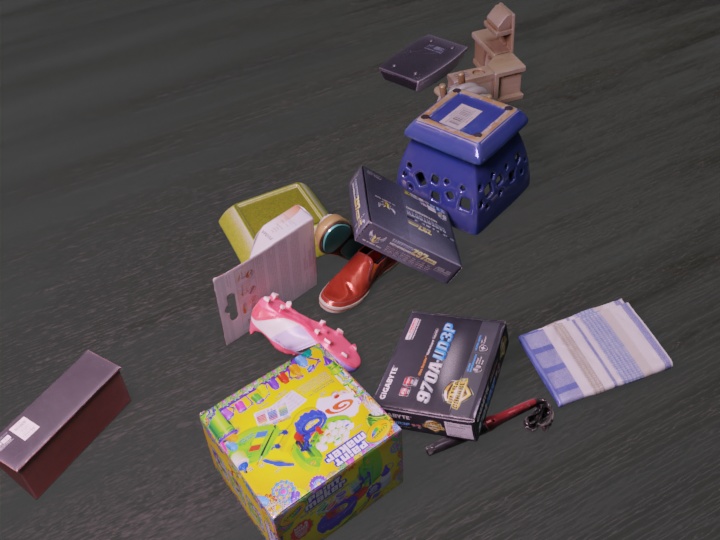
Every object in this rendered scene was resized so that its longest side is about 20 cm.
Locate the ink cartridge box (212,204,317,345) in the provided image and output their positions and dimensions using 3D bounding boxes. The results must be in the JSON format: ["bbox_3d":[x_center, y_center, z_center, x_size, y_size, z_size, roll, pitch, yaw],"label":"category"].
[{"bbox_3d":[-0.158,0.008,1.268,0.199,0.164,0.050,-32,54,-26],"label":"ink cartridge box"}]

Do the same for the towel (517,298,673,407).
[{"bbox_3d":[0.358,0.124,1.197,0.197,0.024,0.148,-17,46,-10],"label":"towel"}]

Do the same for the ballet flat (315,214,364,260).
[{"bbox_3d":[-0.044,-0.060,1.321,0.069,0.200,0.063,-44,71,3],"label":"ballet flat"}]

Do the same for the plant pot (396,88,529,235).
[{"bbox_3d":[0.194,-0.217,1.462,0.198,0.182,0.200,28,51,30],"label":"plant pot"}]

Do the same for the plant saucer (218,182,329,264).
[{"bbox_3d":[-0.148,-0.089,1.455,0.197,0.048,0.200,-21,45,-17],"label":"plant saucer"}]

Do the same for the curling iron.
[{"bbox_3d":[0.185,0.223,1.103,0.196,0.026,0.050,-14,40,-9],"label":"curling iron"}]

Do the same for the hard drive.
[{"bbox_3d":[0.152,-0.496,1.867,0.134,0.043,0.200,28,52,31],"label":"hard drive"}]

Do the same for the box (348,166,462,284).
[{"bbox_3d":[0.075,-0.079,1.343,0.198,0.051,0.159,24,36,-25],"label":"box"}]

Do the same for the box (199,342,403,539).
[{"bbox_3d":[-0.076,0.238,1.042,0.198,0.123,0.192,-28,47,-24],"label":"box"}]

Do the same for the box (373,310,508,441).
[{"bbox_3d":[0.122,0.151,1.156,0.156,0.047,0.201,5,42,25],"label":"box"}]

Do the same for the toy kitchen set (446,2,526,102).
[{"bbox_3d":[0.256,-0.492,1.763,0.177,0.165,0.201,-15,43,-10],"label":"toy kitchen set"}]

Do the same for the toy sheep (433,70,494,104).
[{"bbox_3d":[0.217,-0.329,1.614,0.136,0.139,0.201,-22,54,-18],"label":"toy sheep"}]

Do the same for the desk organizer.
[{"bbox_3d":[-0.430,0.220,1.128,0.071,0.078,0.200,19,48,24],"label":"desk organizer"}]

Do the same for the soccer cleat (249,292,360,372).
[{"bbox_3d":[-0.089,0.112,1.233,0.198,0.077,0.067,31,21,14],"label":"soccer cleat"}]

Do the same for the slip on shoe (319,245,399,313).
[{"bbox_3d":[0.000,0.000,1.336,0.073,0.062,0.200,29,54,30],"label":"slip on shoe"}]
